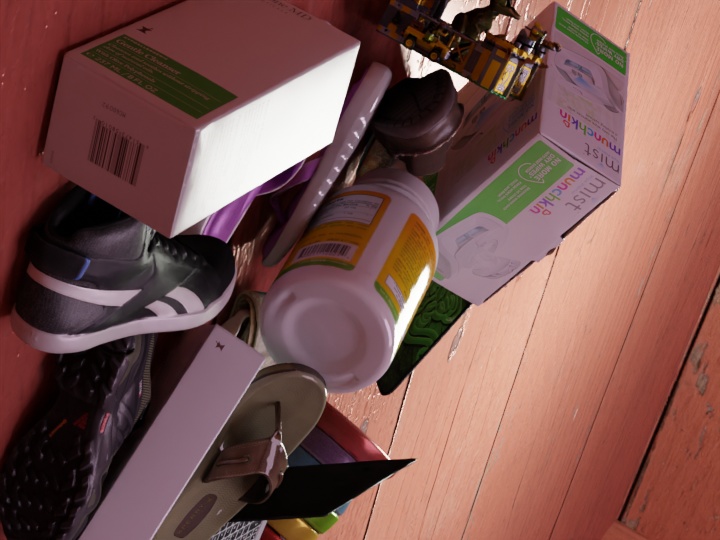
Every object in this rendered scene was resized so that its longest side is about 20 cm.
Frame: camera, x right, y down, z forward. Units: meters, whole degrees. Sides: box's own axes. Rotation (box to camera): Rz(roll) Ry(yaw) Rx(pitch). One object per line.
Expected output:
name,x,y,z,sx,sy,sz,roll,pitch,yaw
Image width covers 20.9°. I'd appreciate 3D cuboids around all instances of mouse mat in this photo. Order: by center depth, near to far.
mouse mat,0.060,0.027,1.842,0.161,0.008,0.200,-48,-161,8

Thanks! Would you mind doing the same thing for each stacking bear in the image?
stacking bear,-0.076,0.220,1.838,0.200,0.121,0.114,-50,163,-7

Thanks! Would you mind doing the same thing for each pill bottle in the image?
pill bottle,0.000,0.000,1.572,0.200,0.110,0.112,-61,170,-55

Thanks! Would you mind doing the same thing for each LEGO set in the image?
LEGO set,0.095,-0.215,1.550,0.116,0.153,0.200,-63,166,9

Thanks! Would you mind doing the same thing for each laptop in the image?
laptop,-0.071,0.236,1.649,0.187,0.115,0.201,-19,136,-63

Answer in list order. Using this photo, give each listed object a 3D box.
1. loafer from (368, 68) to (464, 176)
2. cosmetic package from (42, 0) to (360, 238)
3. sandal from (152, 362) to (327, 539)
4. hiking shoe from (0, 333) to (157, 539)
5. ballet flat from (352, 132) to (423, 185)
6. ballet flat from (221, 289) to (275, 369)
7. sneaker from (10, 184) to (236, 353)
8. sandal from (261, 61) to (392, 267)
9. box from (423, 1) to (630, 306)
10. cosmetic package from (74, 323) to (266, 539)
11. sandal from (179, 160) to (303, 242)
loafer,0.054,-0.116,1.578,0.073,0.071,0.200,-37,-170,0
cosmetic package,-0.099,-0.108,1.249,0.200,0.107,0.085,-39,152,-53
sandal,-0.089,0.157,1.511,0.080,0.057,0.201,25,108,-38
hiking shoe,-0.189,0.117,1.402,0.101,0.075,0.201,-6,123,-65
ballet flat,0.017,-0.062,1.707,0.201,0.070,0.071,-59,162,-6
ballet flat,-0.123,0.105,1.620,0.062,0.067,0.201,29,87,-45
sneaker,-0.140,-0.018,1.307,0.200,0.073,0.112,-21,138,-51
sandal,-0.037,-0.091,1.546,0.203,0.050,0.083,-57,-178,31
box,0.137,-0.098,1.706,0.200,0.096,0.177,-41,-154,41
cosmetic package,-0.154,0.136,1.474,0.201,0.052,0.151,-58,-173,-8
sandal,-0.064,-0.087,1.443,0.204,0.050,0.082,-60,163,1
